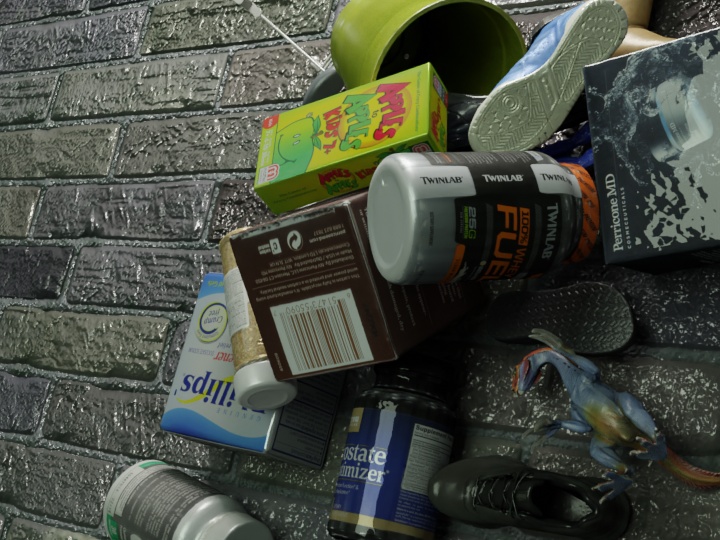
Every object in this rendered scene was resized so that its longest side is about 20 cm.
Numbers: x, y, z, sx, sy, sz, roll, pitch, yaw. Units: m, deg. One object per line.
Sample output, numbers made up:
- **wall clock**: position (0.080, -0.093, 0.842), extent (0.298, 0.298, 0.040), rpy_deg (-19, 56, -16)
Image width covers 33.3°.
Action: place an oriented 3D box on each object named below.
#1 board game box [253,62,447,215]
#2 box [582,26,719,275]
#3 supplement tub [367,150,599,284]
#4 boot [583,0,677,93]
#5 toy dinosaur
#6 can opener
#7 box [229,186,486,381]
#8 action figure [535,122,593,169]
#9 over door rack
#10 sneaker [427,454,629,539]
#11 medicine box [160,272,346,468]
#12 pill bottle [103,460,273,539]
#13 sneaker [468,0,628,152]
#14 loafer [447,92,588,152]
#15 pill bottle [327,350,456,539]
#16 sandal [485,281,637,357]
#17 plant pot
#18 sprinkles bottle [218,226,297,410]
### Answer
- **board game box**: position (-0.010, -0.135, 1.241), extent (0.199, 0.048, 0.102), rpy_deg (-16, 48, 23)
- **box**: position (0.329, -0.111, 1.120), extent (0.199, 0.117, 0.198), rpy_deg (-12, 79, 36)
- **supplement tub**: position (0.116, -0.051, 1.134), extent (0.122, 0.199, 0.124), rpy_deg (177, 90, -71)
- **boot**: position (0.304, -0.293, 1.282), extent (0.174, 0.066, 0.201), rpy_deg (3, 72, 39)
- **toy dinosaur**: position (0.220, 0.140, 1.142), extent (0.105, 0.199, 0.182), rpy_deg (-56, 22, 18)
- **can opener**: position (0.011, -0.263, 1.506), extent (0.200, 0.066, 0.053), rpy_deg (-49, 26, 6)
- **box**: position (0.000, 0.000, 1.272), extent (0.165, 0.200, 0.165), rpy_deg (-14, 98, 36)
- **action figure**: position (0.203, -0.100, 1.290), extent (0.199, 0.099, 0.066), rpy_deg (-15, 58, 8)
- **over door rack**: position (-0.048, -0.351, 1.579), extent (0.200, 0.067, 0.148), rpy_deg (43, 100, 21)
- **sneaker**: position (0.152, 0.213, 1.150), extent (0.199, 0.091, 0.077), rpy_deg (-1, 77, 28)
- **medicine box**: position (-0.117, 0.116, 1.421), extent (0.181, 0.103, 0.201), rpy_deg (4, 73, 40)
- **pill bottle**: position (-0.200, 0.303, 1.400), extent (0.199, 0.113, 0.114), rpy_deg (15, 81, 43)
- **sneaker**: position (0.187, -0.195, 1.233), extent (0.200, 0.077, 0.111), rpy_deg (-50, 6, 9)
- **loafer**: position (0.167, -0.176, 1.287), extent (0.199, 0.073, 0.073), rpy_deg (-11, 89, -2)
- **pill bottle**: position (0.039, 0.189, 1.257), extent (0.111, 0.112, 0.201), rpy_deg (1, 72, 39)
- **sandal**: position (0.211, 0.053, 1.230), extent (0.199, 0.045, 0.076), rpy_deg (2, 67, 55)
- **plant pot**: position (0.058, -0.241, 1.388), extent (0.201, 0.200, 0.193), rpy_deg (-54, 37, 7)
- **sprinkles bottle**: position (-0.115, 0.051, 1.331), extent (0.068, 0.068, 0.201), rpy_deg (-28, 56, 27)
